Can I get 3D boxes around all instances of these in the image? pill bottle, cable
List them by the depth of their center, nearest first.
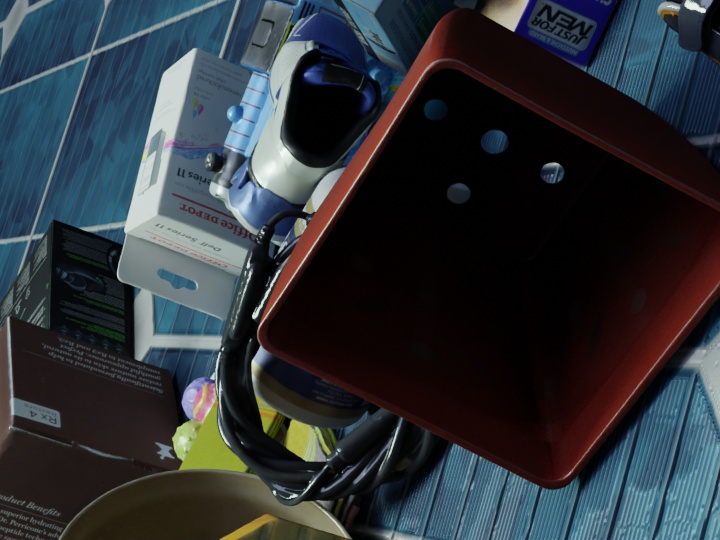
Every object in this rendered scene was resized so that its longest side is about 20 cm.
[{"bbox_3d":[-0.015,0.066,1.215,0.051,0.163,0.200,-56,-16,-70],"label":"cable"},{"bbox_3d":[0.000,0.000,1.271,0.200,0.111,0.111,-58,26,23],"label":"pill bottle"}]

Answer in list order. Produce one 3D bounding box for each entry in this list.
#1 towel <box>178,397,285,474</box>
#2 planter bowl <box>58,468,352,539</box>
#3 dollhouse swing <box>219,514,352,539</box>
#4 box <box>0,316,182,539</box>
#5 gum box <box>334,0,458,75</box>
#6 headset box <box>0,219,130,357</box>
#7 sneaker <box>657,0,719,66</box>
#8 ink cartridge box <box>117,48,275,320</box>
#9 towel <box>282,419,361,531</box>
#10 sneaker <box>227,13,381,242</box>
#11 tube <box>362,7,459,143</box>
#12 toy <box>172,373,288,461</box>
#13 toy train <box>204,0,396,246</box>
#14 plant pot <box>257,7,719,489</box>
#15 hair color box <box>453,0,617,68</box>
[{"bbox_3d":[-0.097,0.133,1.413,0.086,0.018,0.200,5,62,53],"label":"towel"},{"bbox_3d":[-0.101,0.245,1.228,0.200,0.200,0.135,-106,16,-53],"label":"planter bowl"},{"bbox_3d":[-0.001,0.251,0.965,0.176,0.200,0.182,-66,24,6],"label":"dollhouse swing"},{"bbox_3d":[-0.272,0.183,1.632,0.200,0.166,0.164,-58,26,23],"label":"box"},{"bbox_3d":[0.060,-0.242,1.270,0.200,0.045,0.170,-58,-13,-2],"label":"gum box"},{"bbox_3d":[-0.307,0.085,1.875,0.174,0.093,0.200,-53,29,32],"label":"headset box"},{"bbox_3d":[0.208,-0.135,0.985,0.078,0.079,0.200,-59,27,20],"label":"sneaker"},{"bbox_3d":[-0.125,-0.072,1.586,0.067,0.117,0.200,-24,50,55],"label":"ink cartridge box"},{"bbox_3d":[-0.062,0.201,1.353,0.200,0.023,0.144,-62,26,17],"label":"towel"},{"bbox_3d":[-0.021,-0.120,1.321,0.115,0.081,0.199,-50,16,45],"label":"sneaker"},{"bbox_3d":[0.052,-0.143,1.367,0.077,0.050,0.200,17,82,52],"label":"tube"},{"bbox_3d":[-0.118,0.126,1.498,0.115,0.047,0.200,-61,26,14],"label":"toy"},{"bbox_3d":[-0.048,-0.120,1.465,0.200,0.114,0.087,-67,23,4],"label":"toy train"},{"bbox_3d":[0.079,-0.034,1.058,0.200,0.200,0.176,-56,14,28],"label":"plant pot"},{"bbox_3d":[0.145,-0.243,1.221,0.200,0.065,0.109,-66,24,11],"label":"hair color box"}]
